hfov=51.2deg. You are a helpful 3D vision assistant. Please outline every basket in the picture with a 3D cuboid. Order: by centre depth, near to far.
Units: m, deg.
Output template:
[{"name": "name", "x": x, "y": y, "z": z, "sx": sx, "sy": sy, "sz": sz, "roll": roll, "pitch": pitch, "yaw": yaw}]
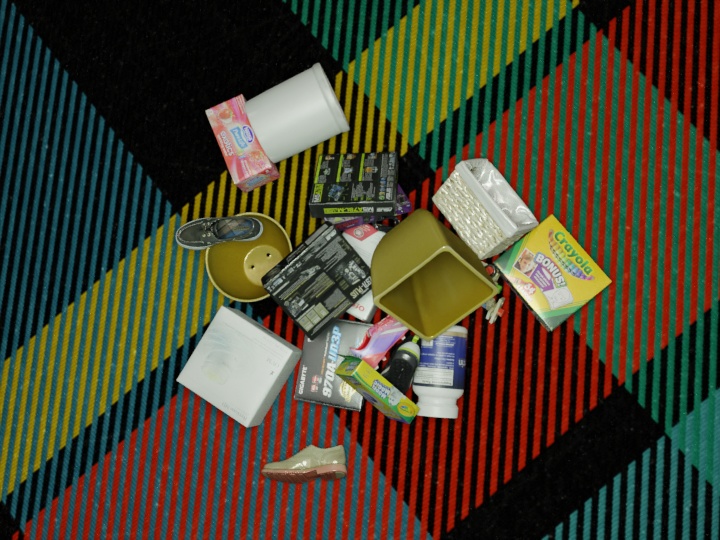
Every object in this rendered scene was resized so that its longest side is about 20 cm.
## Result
[{"name": "basket", "x": 0.273, "y": -0.134, "z": 1.665, "sx": 0.123, "sy": 0.135, "sz": 0.200, "roll": -46, "pitch": 72, "yaw": 32}]

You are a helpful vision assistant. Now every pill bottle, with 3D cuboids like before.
[{"name": "pill bottle", "x": 0.174, "y": 0.222, "z": 1.659, "sx": 0.115, "sy": 0.116, "sz": 0.201, "roll": 4, "pitch": 83, "yaw": 8}]

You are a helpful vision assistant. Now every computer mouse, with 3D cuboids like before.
[{"name": "computer mouse", "x": 0.111, "y": -0.082, "z": 1.708, "sx": 0.199, "sy": 0.034, "sz": 0.059, "roll": 17, "pitch": 65, "yaw": -25}]

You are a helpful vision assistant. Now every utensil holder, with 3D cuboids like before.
[{"name": "utensil holder", "x": -0.149, "y": -0.366, "z": 1.758, "sx": 0.199, "sy": 0.170, "sz": 0.171, "roll": -24, "pitch": 80, "yaw": 6}]

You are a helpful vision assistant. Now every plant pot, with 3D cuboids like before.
[{"name": "plant pot", "x": 0.137, "y": -0.012, "z": 1.586, "sx": 0.195, "sy": 0.194, "sz": 0.201, "roll": -38, "pitch": 39, "yaw": 20}, {"name": "plant pot", "x": -0.241, "y": -0.021, "z": 1.734, "sx": 0.199, "sy": 0.142, "sz": 0.202, "roll": -1, "pitch": 82, "yaw": 7}]

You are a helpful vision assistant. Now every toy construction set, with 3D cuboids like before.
[{"name": "toy construction set", "x": 0.242, "y": 0.033, "z": 1.684, "sx": 0.199, "sy": 0.092, "sz": 0.132, "roll": 28, "pitch": 96, "yaw": 10}]

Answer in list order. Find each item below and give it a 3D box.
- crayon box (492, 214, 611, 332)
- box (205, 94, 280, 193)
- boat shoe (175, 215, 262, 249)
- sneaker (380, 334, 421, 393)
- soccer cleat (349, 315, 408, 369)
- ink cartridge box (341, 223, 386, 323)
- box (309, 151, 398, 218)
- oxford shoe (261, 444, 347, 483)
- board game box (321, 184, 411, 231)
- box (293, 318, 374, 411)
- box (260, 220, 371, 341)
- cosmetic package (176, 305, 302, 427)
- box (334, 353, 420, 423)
[{"name": "crayon box", "x": 0.426, "y": 0.007, "z": 1.684, "sx": 0.172, "sy": 0.058, "sz": 0.200, "roll": -39, "pitch": 79, "yaw": 1}, {"name": "box", "x": -0.280, "y": -0.303, "z": 1.802, "sx": 0.102, "sy": 0.095, "sz": 0.201, "roll": -23, "pitch": 80, "yaw": 3}, {"name": "boat shoe", "x": -0.316, "y": -0.090, "z": 1.652, "sx": 0.199, "sy": 0.057, "sz": 0.069, "roll": -7, "pitch": 81, "yaw": 6}, {"name": "sneaker", "x": 0.097, "y": 0.205, "z": 1.651, "sx": 0.071, "sy": 0.200, "sz": 0.083, "roll": 28, "pitch": 56, "yaw": 0}, {"name": "soccer cleat", "x": 0.058, "y": 0.135, "z": 1.686, "sx": 0.076, "sy": 0.067, "sz": 0.200, "roll": 46, "pitch": 71, "yaw": -12}, {"name": "ink cartridge box", "x": 0.000, "y": 0.000, "z": 1.729, "sx": 0.145, "sy": 0.083, "sz": 0.201, "roll": 28, "pitch": 86, "yaw": 10}, {"name": "box", "x": -0.011, "y": -0.199, "z": 1.722, "sx": 0.192, "sy": 0.048, "sz": 0.201, "roll": -4, "pitch": 42, "yaw": 8}, {"name": "oxford shoe", "x": -0.127, "y": 0.437, "z": 1.704, "sx": 0.199, "sy": 0.071, "sz": 0.074, "roll": -5, "pitch": 56, "yaw": 7}, {"name": "board game box", "x": 0.004, "y": -0.152, "z": 1.721, "sx": 0.199, "sy": 0.032, "sz": 0.120, "roll": -16, "pitch": 38, "yaw": -11}, {"name": "box", "x": -0.057, "y": 0.210, "z": 1.725, "sx": 0.158, "sy": 0.046, "sz": 0.201, "roll": 9, "pitch": 84, "yaw": 8}, {"name": "box", "x": -0.087, "y": 0.020, "z": 1.617, "sx": 0.200, "sy": 0.086, "sz": 0.164, "roll": -42, "pitch": 106, "yaw": -1}, {"name": "cosmetic package", "x": -0.273, "y": 0.219, "z": 1.716, "sx": 0.199, "sy": 0.123, "sz": 0.201, "roll": 30, "pitch": 88, "yaw": 11}, {"name": "box", "x": 0.026, "y": 0.252, "z": 1.633, "sx": 0.200, "sy": 0.117, "sz": 0.048, "roll": 43, "pitch": 73, "yaw": -13}]
